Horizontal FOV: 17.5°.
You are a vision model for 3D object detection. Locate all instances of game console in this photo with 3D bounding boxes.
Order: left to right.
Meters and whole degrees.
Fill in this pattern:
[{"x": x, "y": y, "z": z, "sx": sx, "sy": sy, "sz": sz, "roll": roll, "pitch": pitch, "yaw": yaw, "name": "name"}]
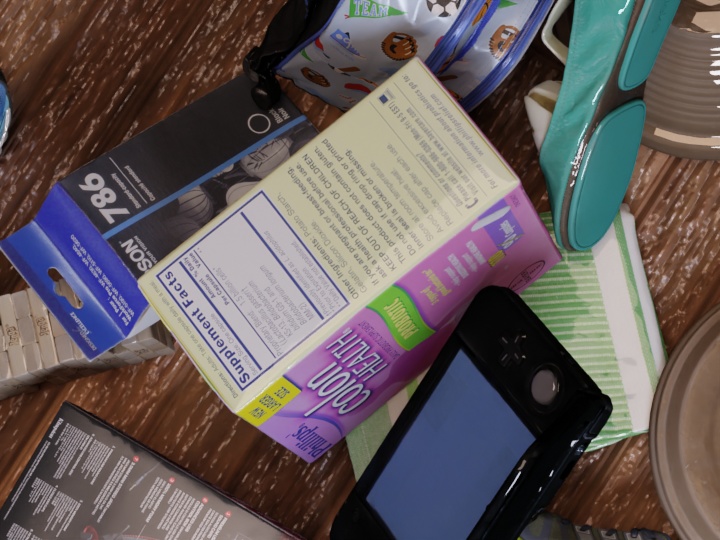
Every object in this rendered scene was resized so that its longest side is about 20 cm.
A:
[{"x": 0.036, "y": 0.125, "z": 1.278, "sx": 0.200, "sy": 0.116, "sz": 0.176, "roll": -58, "pitch": 46, "yaw": 21, "name": "game console"}]

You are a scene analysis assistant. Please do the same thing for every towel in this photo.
[{"x": 0.081, "y": 0.047, "z": 1.405, "sx": 0.199, "sy": 0.023, "sz": 0.153, "roll": -14, "pitch": 75, "yaw": 9, "name": "towel"}]

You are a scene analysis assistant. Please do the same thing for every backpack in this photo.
[{"x": 0.038, "y": -0.178, "z": 1.369, "sx": 0.154, "sy": 0.191, "sz": 0.200, "roll": 24, "pitch": 79, "yaw": -5, "name": "backpack"}]

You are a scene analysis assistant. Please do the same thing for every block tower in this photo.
[{"x": -0.211, "y": 0.045, "z": 1.440, "sx": 0.200, "sy": 0.058, "sz": 0.054, "roll": -16, "pitch": 75, "yaw": 8, "name": "block tower"}]

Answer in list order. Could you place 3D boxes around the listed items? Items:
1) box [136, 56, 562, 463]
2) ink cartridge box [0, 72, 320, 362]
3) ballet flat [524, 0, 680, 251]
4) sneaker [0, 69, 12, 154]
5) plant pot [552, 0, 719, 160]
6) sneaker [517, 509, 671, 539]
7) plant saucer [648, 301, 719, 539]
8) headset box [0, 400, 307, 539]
[{"x": 0.000, "y": 0.000, "z": 1.328, "sx": 0.200, "sy": 0.176, "sz": 0.097, "roll": -38, "pitch": 72, "yaw": 1, "name": "box"}, {"x": -0.110, "y": -0.037, "z": 1.407, "sx": 0.200, "sy": 0.039, "sz": 0.099, "roll": -34, "pitch": 74, "yaw": -24, "name": "ink cartridge box"}, {"x": 0.134, "y": -0.110, "z": 1.354, "sx": 0.070, "sy": 0.067, "sz": 0.200, "roll": 33, "pitch": 125, "yaw": 30, "name": "ballet flat"}, {"x": -0.307, "y": -0.067, "z": 1.463, "sx": 0.200, "sy": 0.090, "sz": 0.078, "roll": -36, "pitch": 75, "yaw": 0, "name": "sneaker"}, {"x": 0.211, "y": -0.172, "z": 1.390, "sx": 0.200, "sy": 0.093, "sz": 0.201, "roll": -2, "pitch": 79, "yaw": 10, "name": "plant pot"}, {"x": 0.137, "y": 0.175, "z": 1.351, "sx": 0.200, "sy": 0.074, "sz": 0.081, "roll": 39, "pitch": 69, "yaw": 15, "name": "sneaker"}, {"x": 0.266, "y": 0.097, "z": 1.343, "sx": 0.199, "sy": 0.029, "sz": 0.201, "roll": 0, "pitch": 79, "yaw": 2, "name": "plant saucer"}, {"x": -0.122, "y": 0.192, "z": 1.382, "sx": 0.200, "sy": 0.075, "sz": 0.149, "roll": 28, "pitch": 85, "yaw": 15, "name": "headset box"}]
